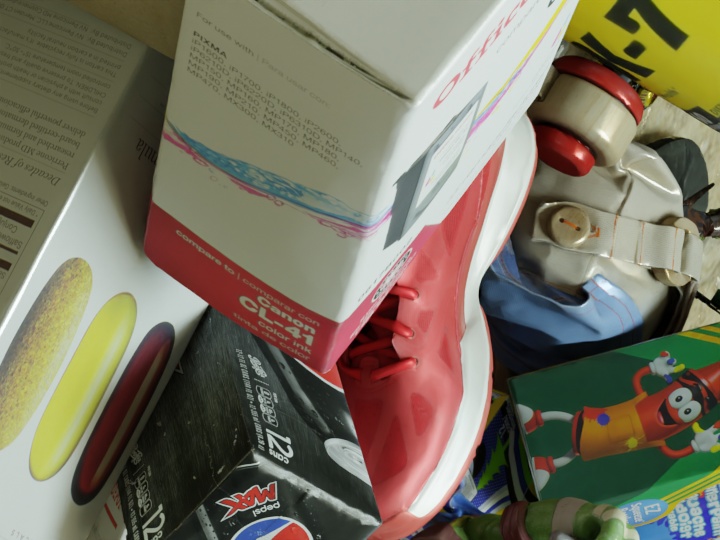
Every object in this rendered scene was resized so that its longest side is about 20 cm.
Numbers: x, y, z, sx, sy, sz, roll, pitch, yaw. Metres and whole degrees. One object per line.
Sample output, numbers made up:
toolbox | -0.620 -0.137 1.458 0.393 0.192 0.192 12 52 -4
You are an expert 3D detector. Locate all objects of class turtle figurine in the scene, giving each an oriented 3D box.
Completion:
turtle figurine | 0.063 0.168 1.164 0.144 0.200 0.194 -39 170 37

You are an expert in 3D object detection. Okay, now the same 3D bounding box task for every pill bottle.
pill bottle | 0.110 -0.148 1.205 0.115 0.200 0.114 -58 -171 15

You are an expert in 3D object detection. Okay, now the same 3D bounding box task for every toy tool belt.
toy tool belt | 0.085 -0.002 1.284 0.123 0.125 0.200 -58 163 -14

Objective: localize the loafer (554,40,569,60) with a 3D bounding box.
loafer | 0.075 -0.142 1.303 0.200 0.068 0.076 -46 156 -6

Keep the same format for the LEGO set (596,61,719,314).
LEGO set | 0.171 -0.034 1.385 0.154 0.200 0.116 -48 169 16

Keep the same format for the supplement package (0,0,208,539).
supplement package | -0.130 0.001 1.014 0.201 0.109 0.114 -63 150 -8

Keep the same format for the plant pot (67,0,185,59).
plant pot | -0.072 -0.188 0.918 0.200 0.199 0.177 -51 158 -28

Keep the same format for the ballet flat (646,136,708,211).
ballet flat | 0.127 -0.010 1.508 0.200 0.057 0.067 -47 117 -41

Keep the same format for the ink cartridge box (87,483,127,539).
ink cartridge box | -0.087 0.140 1.158 0.201 0.068 0.116 -66 -169 1

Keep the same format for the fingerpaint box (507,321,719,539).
fingerpaint box | 0.167 0.092 1.342 0.200 0.166 0.074 67 9 -67

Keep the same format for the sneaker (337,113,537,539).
sneaker | 0.000 0.000 1.153 0.115 0.078 0.201 34 59 -44

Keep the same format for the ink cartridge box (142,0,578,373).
ink cartridge box | 0.008 -0.076 0.923 0.148 0.085 0.200 -52 173 -24

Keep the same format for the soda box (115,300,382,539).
soda box | -0.053 0.040 1.073 0.063 0.200 0.071 32 113 -30

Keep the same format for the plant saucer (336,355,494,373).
plant saucer | 0.009 0.050 1.356 0.200 0.032 0.201 -36 137 -43

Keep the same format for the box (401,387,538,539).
box | 0.046 0.127 1.363 0.064 0.070 0.200 -53 147 -26
